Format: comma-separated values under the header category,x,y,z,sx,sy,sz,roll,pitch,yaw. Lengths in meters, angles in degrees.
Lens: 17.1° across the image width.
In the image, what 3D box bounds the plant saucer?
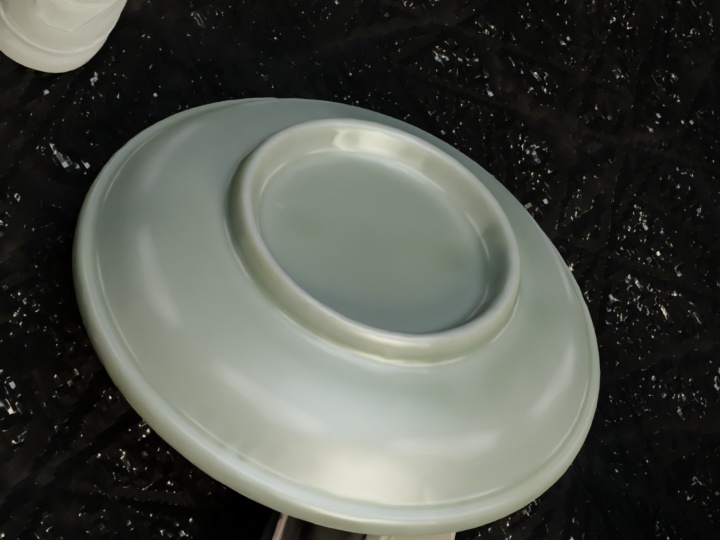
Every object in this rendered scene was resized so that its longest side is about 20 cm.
category,x,y,z,sx,sy,sz,roll,pitch,yaw
plant saucer,0.000,0.000,0.853,0.200,0.050,0.200,14,46,-15

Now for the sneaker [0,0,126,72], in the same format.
category,x,y,z,sx,sy,sz,roll,pitch,yaw
sneaker,-0.084,-0.183,0.878,0.074,0.116,0.200,14,62,-21

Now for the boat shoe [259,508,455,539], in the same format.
category,x,y,z,sx,sy,sz,roll,pitch,yaw
boat shoe,-0.031,0.150,0.823,0.200,0.057,0.067,-61,139,-27
